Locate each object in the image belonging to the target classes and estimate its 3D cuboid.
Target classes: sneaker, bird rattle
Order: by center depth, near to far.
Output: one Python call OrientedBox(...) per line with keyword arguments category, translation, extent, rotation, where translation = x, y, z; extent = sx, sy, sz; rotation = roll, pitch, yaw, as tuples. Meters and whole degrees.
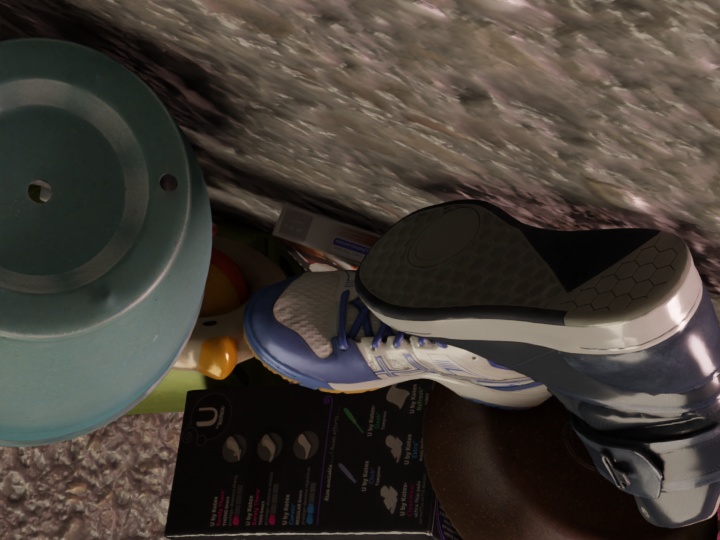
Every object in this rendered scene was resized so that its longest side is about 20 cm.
OrientedBox(category="sneaker", translation=(0.093, 0.044, 0.771), extent=(0.202, 0.077, 0.146), rotation=(13, 147, 51))
OrientedBox(category="sneaker", translation=(0.035, 0.027, 0.959), extent=(0.199, 0.076, 0.088), rotation=(6, 157, -16))
OrientedBox(category="bird rattle", translation=(-0.120, 0.014, 1.019), extent=(0.162, 0.113, 0.200), rotation=(18, -158, 15))

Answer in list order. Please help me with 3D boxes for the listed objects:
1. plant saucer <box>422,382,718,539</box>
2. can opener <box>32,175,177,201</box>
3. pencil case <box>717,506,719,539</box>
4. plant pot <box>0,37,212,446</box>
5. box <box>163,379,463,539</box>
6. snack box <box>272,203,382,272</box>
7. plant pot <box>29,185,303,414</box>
OrientedBox(category="plant saucer", translation=(0.136, 0.113, 1.025), extent=(0.199, 0.201, 0.037), rotation=(24, 136, -6))
OrientedBox(category="can opener", translation=(-0.189, -0.077, 0.963), extent=(0.199, 0.064, 0.079), rotation=(22, 173, 3))
OrientedBox(category="pencil case", translation=(0.177, 0.173, 1.090), extent=(0.094, 0.199, 0.091), rotation=(-22, 94, 62))
OrientedBox(category="plant pot", translation=(-0.160, -0.022, 0.811), extent=(0.199, 0.201, 0.188), rotation=(24, 166, -8))
OrientedBox(category="box", translation=(-0.012, 0.141, 1.124), extent=(0.199, 0.107, 0.122), rotation=(-5, 155, 28))
OrientedBox(category="snack box", translation=(0.000, 0.000, 1.090), extent=(0.071, 0.024, 0.200), rotation=(18, 172, 13))
OrientedBox(category="plant pot", translation=(-0.145, 0.027, 1.227), extent=(0.189, 0.201, 0.200), rotation=(3, 164, 29))
